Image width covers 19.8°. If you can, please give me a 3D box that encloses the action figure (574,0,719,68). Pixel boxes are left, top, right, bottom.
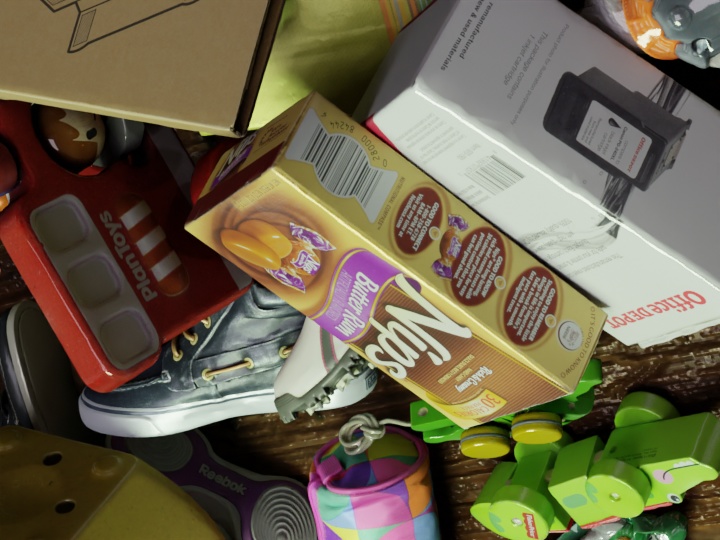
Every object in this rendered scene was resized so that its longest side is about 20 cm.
[{"bbox_3d":[0.173,-0.174,0.964,0.193,0.105,0.200,-35,102,33],"label":"action figure"}]

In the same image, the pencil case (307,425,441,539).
[{"bbox_3d":[0.016,0.203,1.333,0.088,0.088,0.202,5,116,28],"label":"pencil case"}]

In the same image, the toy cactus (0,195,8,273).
[{"bbox_3d":[-0.316,-0.081,1.342,0.164,0.102,0.201,10,137,37],"label":"toy cactus"}]

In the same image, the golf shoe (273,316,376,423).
[{"bbox_3d":[0.000,0.000,1.203,0.088,0.077,0.201,41,112,8],"label":"golf shoe"}]

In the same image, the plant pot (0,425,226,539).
[{"bbox_3d":[-0.195,0.218,1.325,0.194,0.194,0.202,11,130,28],"label":"plant pot"}]

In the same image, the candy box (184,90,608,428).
[{"bbox_3d":[0.018,0.000,1.082,0.199,0.057,0.116,35,153,-15],"label":"candy box"}]

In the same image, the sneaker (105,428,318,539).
[{"bbox_3d":[-0.089,0.173,1.411,0.199,0.075,0.100,35,146,11],"label":"sneaker"}]

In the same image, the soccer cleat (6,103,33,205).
[{"bbox_3d":[-0.226,-0.128,1.252,0.069,0.078,0.201,-8,118,35],"label":"soccer cleat"}]

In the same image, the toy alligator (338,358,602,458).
[{"bbox_3d":[0.076,0.085,1.249,0.199,0.060,0.054,-19,152,39],"label":"toy alligator"}]

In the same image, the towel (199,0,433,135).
[{"bbox_3d":[-0.007,-0.128,1.128,0.198,0.018,0.087,-8,116,17],"label":"towel"}]

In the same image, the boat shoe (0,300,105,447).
[{"bbox_3d":[-0.222,0.107,1.428,0.065,0.075,0.200,-4,131,22],"label":"boat shoe"}]

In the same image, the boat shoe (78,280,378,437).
[{"bbox_3d":[-0.092,0.043,1.293,0.198,0.071,0.092,-9,114,14],"label":"boat shoe"}]

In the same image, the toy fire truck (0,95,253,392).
[{"bbox_3d":[-0.145,-0.048,1.189,0.112,0.168,0.201,-28,93,41],"label":"toy fire truck"}]

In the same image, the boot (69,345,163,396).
[{"bbox_3d":[-0.170,0.031,1.340,0.073,0.076,0.201,23,133,11],"label":"boot"}]

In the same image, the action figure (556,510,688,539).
[{"bbox_3d":[0.143,0.205,1.298,0.118,0.055,0.200,39,131,-1],"label":"action figure"}]

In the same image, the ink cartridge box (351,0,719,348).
[{"bbox_3d":[0.104,-0.054,1.047,0.199,0.084,0.145,33,163,-9],"label":"ink cartridge box"}]

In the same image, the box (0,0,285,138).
[{"bbox_3d":[-0.130,-0.165,1.128,0.198,0.165,0.021,11,169,25],"label":"box"}]

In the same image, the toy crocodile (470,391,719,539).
[{"bbox_3d":[0.141,0.125,1.228,0.199,0.068,0.062,-21,121,42],"label":"toy crocodile"}]
